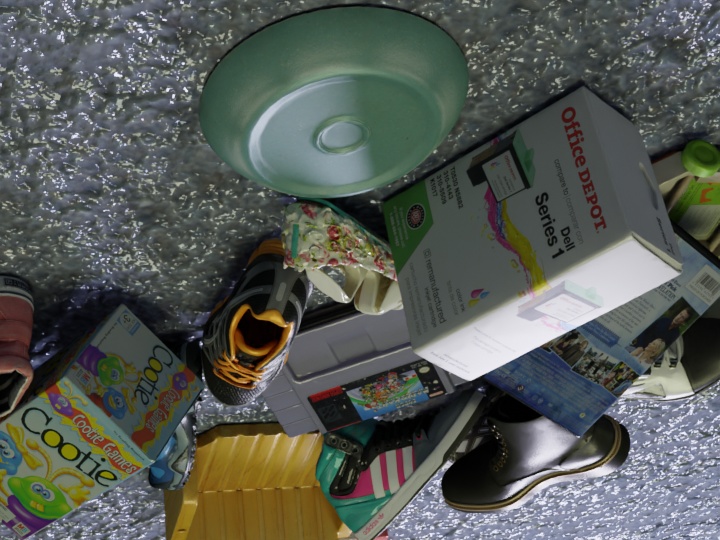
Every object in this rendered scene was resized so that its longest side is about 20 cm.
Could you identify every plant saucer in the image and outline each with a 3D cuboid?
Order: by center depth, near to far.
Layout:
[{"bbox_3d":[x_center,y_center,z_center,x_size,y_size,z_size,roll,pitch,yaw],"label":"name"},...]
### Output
[{"bbox_3d":[-0.016,-0.109,1.035,0.200,0.036,0.200,-9,147,-6],"label":"plant saucer"}]

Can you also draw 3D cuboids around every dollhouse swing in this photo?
[{"bbox_3d":[-0.091,0.277,1.476,0.200,0.176,0.182,1,146,-17],"label":"dollhouse swing"}]

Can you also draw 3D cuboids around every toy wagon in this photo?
[{"bbox_3d":[0.268,-0.053,1.206,0.200,0.040,0.155,0,145,-16],"label":"toy wagon"}]

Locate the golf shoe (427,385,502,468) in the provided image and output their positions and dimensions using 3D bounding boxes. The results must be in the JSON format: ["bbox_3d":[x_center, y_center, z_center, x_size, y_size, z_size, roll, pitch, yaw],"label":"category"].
[{"bbox_3d":[0.118,0.184,1.475,0.200,0.095,0.078,-30,144,29],"label":"golf shoe"}]

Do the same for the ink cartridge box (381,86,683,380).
[{"bbox_3d":[0.128,-0.027,1.103,0.200,0.145,0.084,-30,143,27],"label":"ink cartridge box"}]

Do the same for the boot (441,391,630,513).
[{"bbox_3d":[0.132,0.160,1.344,0.200,0.077,0.138,-27,140,28],"label":"boot"}]

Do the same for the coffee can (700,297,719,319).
[{"bbox_3d":[0.426,0.065,1.339,0.146,0.146,0.200,-31,142,28],"label":"coffee can"}]

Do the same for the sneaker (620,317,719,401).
[{"bbox_3d":[0.239,0.078,1.281,0.200,0.074,0.089,-13,156,20],"label":"sneaker"}]

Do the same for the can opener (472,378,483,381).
[{"bbox_3d":[0.162,0.096,1.375,0.200,0.067,0.053,-3,146,-13],"label":"can opener"}]

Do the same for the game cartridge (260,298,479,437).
[{"bbox_3d":[0.003,0.082,1.307,0.200,0.038,0.130,-19,126,11],"label":"game cartridge"}]

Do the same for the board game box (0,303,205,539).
[{"bbox_3d":[-0.247,0.132,1.222,0.200,0.105,0.103,-33,107,37],"label":"board game box"}]

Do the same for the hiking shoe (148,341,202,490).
[{"bbox_3d":[-0.195,0.134,1.330,0.087,0.074,0.200,3,136,-9],"label":"hiking shoe"}]

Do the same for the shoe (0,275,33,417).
[{"bbox_3d":[-0.345,0.088,1.180,0.200,0.091,0.071,-30,143,27],"label":"shoe"}]

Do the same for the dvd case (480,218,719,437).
[{"bbox_3d":[0.207,0.042,1.200,0.143,0.018,0.200,33,107,-35],"label":"dvd case"}]

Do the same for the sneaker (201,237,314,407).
[{"bbox_3d":[-0.095,0.059,1.210,0.078,0.077,0.200,19,136,-5],"label":"sneaker"}]

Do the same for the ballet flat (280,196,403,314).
[{"bbox_3d":[0.000,0.000,1.168,0.076,0.064,0.200,4,164,42],"label":"ballet flat"}]

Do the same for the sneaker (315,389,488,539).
[{"bbox_3d":[0.025,0.164,1.407,0.200,0.121,0.084,-49,175,19],"label":"sneaker"}]

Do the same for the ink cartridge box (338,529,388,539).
[{"bbox_3d":[-0.081,0.305,1.620,0.200,0.068,0.117,-2,146,-18],"label":"ink cartridge box"}]
